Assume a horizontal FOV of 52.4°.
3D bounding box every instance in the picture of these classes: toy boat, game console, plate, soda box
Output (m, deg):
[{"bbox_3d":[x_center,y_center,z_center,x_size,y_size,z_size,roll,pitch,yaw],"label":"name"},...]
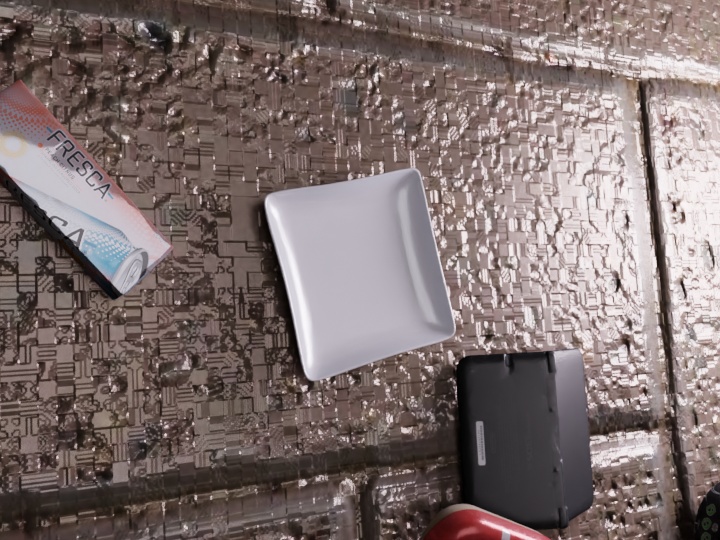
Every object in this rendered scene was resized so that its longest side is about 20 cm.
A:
[{"bbox_3d":[0.150,0.345,0.775,0.198,0.131,0.132,26,100,-21],"label":"toy boat"},{"bbox_3d":[0.205,0.201,0.898,0.173,0.116,0.203,-4,84,4],"label":"game console"},{"bbox_3d":[0.000,0.000,0.812,0.197,0.032,0.203,-14,90,-28],"label":"plate"},{"bbox_3d":[-0.267,-0.069,0.669,0.200,0.063,0.068,49,66,-13],"label":"soda box"}]

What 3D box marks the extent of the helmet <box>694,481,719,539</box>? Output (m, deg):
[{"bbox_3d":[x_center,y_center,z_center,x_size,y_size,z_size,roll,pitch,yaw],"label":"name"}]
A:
[{"bbox_3d":[0.541,0.356,0.952,0.197,0.191,0.203,-3,75,12],"label":"helmet"}]
